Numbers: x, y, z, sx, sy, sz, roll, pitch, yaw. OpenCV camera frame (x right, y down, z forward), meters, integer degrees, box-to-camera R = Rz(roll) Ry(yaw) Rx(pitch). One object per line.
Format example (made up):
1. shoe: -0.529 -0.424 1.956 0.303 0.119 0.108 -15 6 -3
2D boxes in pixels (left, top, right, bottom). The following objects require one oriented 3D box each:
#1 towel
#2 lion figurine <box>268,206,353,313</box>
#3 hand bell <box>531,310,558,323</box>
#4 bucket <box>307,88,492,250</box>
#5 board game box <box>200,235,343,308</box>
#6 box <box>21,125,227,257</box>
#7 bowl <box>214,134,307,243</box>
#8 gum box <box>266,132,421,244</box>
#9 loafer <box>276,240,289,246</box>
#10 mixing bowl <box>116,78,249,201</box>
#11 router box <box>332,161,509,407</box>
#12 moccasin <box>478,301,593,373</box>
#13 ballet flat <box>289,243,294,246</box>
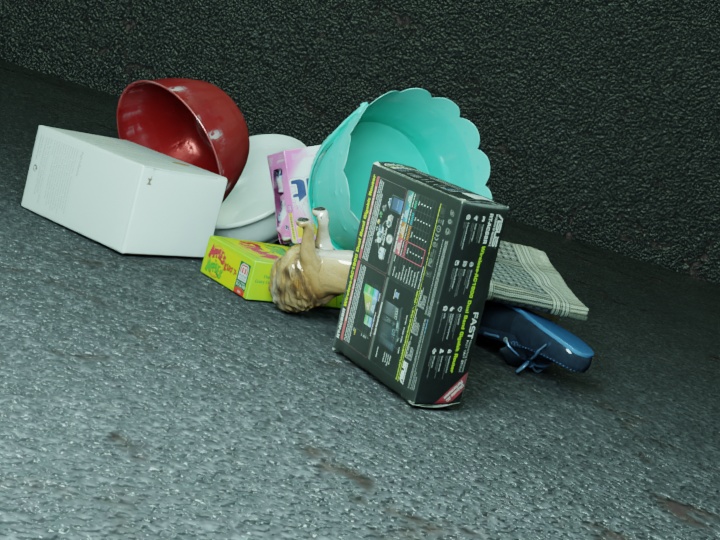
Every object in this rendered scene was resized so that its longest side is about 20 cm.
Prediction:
1. towel: 0.177 -0.007 1.326 0.190 0.035 0.200 13 21 -14
2. lion figurine: -0.010 0.000 1.141 0.198 0.124 0.072 9 25 20
3. hand bell: 0.158 0.033 1.387 0.198 0.105 0.104 9 12 -31
4. bucket: 0.041 -0.102 1.249 0.205 0.210 0.134 12 -9 -24
5. board game box: -0.083 0.005 1.281 0.198 0.048 0.101 8 13 -43
6. box: -0.295 -0.098 1.312 0.199 0.108 0.152 22 10 33
7. bowl: -0.152 -0.097 1.492 0.198 0.091 0.202 -12 41 10
8. gum box: -0.019 -0.105 1.335 0.198 0.115 0.066 -12 5 -24
9. loafer: -0.078 -0.042 1.525 0.070 0.069 0.200 -16 32 -35
10. mixing bowl: -0.220 -0.176 1.406 0.199 0.202 0.108 23 42 33
11. router box: 0.053 0.011 1.015 0.062 0.203 0.149 4 16 -36
12. moccasin: 0.200 0.086 1.269 0.080 0.069 0.200 19 8 -36
13. ballet flat: 0.000 0.000 1.411 0.198 0.073 0.072 22 11 19
